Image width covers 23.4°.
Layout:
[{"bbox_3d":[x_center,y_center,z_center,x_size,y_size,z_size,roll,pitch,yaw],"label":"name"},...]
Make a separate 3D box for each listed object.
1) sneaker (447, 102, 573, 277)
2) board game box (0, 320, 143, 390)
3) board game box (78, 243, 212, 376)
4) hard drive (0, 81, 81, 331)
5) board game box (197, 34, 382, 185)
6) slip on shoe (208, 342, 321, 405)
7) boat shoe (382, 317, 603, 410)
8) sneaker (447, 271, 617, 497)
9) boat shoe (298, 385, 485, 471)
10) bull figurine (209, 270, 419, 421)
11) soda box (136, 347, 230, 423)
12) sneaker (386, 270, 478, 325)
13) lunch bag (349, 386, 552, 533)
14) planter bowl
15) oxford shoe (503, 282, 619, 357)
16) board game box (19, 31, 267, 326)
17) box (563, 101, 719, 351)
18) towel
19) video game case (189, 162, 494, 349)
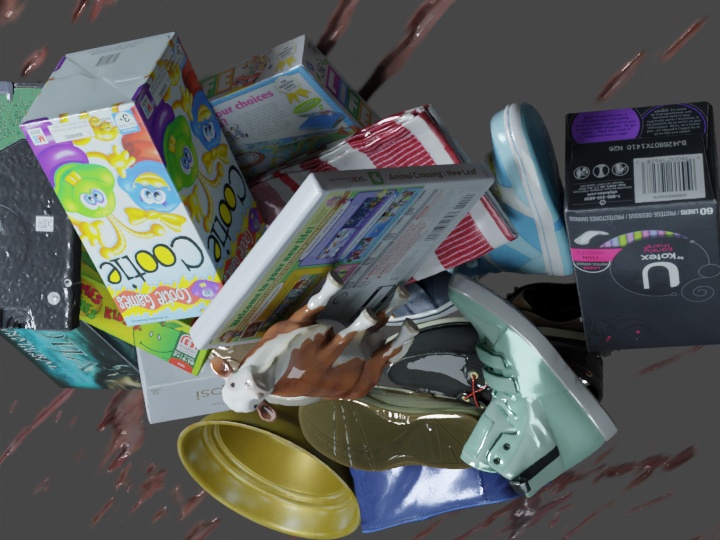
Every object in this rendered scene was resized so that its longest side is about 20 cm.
[{"bbox_3d":[0.101,-0.056,1.438,0.130,0.080,0.200,-7,141,14],"label":"sneaker"},{"bbox_3d":[-0.289,0.052,1.645,0.135,0.028,0.200,-1,146,35],"label":"board game box"},{"bbox_3d":[-0.205,0.004,1.483,0.200,0.102,0.048,26,126,2],"label":"board game box"},{"bbox_3d":[-0.295,-0.053,1.412,0.139,0.201,0.038,1,-175,4],"label":"hard drive"},{"bbox_3d":[-0.091,-0.107,1.428,0.200,0.034,0.134,-18,138,28],"label":"board game box"},{"bbox_3d":[-0.110,0.049,1.560,0.200,0.076,0.061,35,149,18],"label":"slip on shoe"},{"bbox_3d":[0.116,0.088,1.533,0.201,0.063,0.074,4,135,-5],"label":"boat shoe"},{"bbox_3d":[0.115,0.103,1.465,0.118,0.074,0.200,-42,104,-3],"label":"sneaker"},{"bbox_3d":[0.039,0.140,1.598,0.200,0.063,0.073,-1,107,30],"label":"boat shoe"},{"bbox_3d":[-0.030,0.062,1.362,0.121,0.065,0.200,-42,162,18],"label":"bull figurine"},{"bbox_3d":[-0.105,0.083,1.615,0.199,0.068,0.064,-10,144,-8],"label":"soda box"},{"bbox_3d":[0.000,0.000,1.525,0.199,0.079,0.079,-2,149,12],"label":"sneaker"},{"bbox_3d":[0.085,0.164,1.675,0.200,0.133,0.136,-18,174,25],"label":"lunch bag"},{"bbox_3d":[-0.078,0.181,1.756,0.200,0.084,0.201,17,145,12],"label":"planter bowl"},{"bbox_3d":[0.139,0.048,1.586,0.200,0.073,0.084,-17,134,11],"label":"oxford shoe"},{"bbox_3d":[-0.165,-0.069,1.368,0.105,0.103,0.200,-9,126,23],"label":"board game box"},{"bbox_3d":[0.236,-0.031,1.431,0.122,0.106,0.200,-4,143,13],"label":"box"},{"bbox_3d":[0.009,-0.044,1.417,0.200,0.023,0.144,-22,118,31],"label":"towel"},{"bbox_3d":[-0.015,-0.012,1.346,0.182,0.022,0.200,-6,148,-42],"label":"video game case"}]
